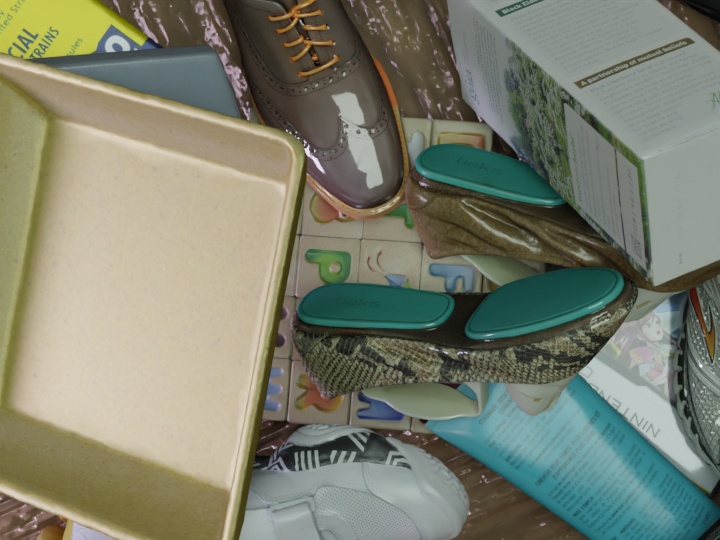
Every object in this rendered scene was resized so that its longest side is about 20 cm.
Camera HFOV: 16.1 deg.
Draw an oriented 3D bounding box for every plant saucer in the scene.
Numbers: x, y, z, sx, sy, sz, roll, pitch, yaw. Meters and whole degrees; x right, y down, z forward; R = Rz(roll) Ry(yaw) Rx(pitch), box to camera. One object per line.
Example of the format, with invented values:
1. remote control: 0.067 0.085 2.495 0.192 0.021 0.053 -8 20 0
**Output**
1. plant saucer: -0.110 0.015 1.170 0.199 0.048 0.201 17 101 31

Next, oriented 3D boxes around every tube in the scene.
1. tube: 0.134 0.115 1.337 0.200 0.050 0.078 40 90 -10

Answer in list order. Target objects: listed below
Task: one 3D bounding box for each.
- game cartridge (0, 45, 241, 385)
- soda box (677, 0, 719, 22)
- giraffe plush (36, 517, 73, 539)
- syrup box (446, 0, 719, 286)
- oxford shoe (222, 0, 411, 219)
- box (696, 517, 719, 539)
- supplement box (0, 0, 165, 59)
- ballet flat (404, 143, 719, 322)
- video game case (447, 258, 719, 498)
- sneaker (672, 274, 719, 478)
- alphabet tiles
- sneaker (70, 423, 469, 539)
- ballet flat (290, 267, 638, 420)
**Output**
1. game cartridge: -0.116 -0.009 1.259 0.132 0.041 0.201 -7 105 -23
2. soda box: 0.175 -0.179 1.340 0.199 0.071 0.064 27 88 -2
3. giraffe plush: -0.081 0.151 1.312 0.162 0.172 0.200 40 124 8
4. syrup box: 0.123 -0.085 1.258 0.081 0.200 0.079 -22 129 -15
5. oxford shoe: -0.035 -0.119 1.325 0.071 0.073 0.201 -29 85 0
6. box: 0.268 0.151 1.317 0.200 0.049 0.160 -42 125 -4
7. supplement box: -0.205 -0.123 1.310 0.200 0.110 0.109 36 89 -1
8. ballet flat: 0.115 -0.013 1.294 0.199 0.068 0.073 10 122 22
9. video game case: 0.168 -0.010 1.364 0.180 0.026 0.201 34 89 -1
10. sneaker: 0.200 0.022 1.312 0.077 0.082 0.201 -8 91 -2
11. alphabet tiles: 0.000 0.000 1.351 0.199 0.006 0.168 4 85 6
12. sneaker: -0.051 0.136 1.184 0.199 0.075 0.115 2 53 19
13. ballet flat: 0.058 0.041 1.288 0.199 0.068 0.076 -4 119 31
